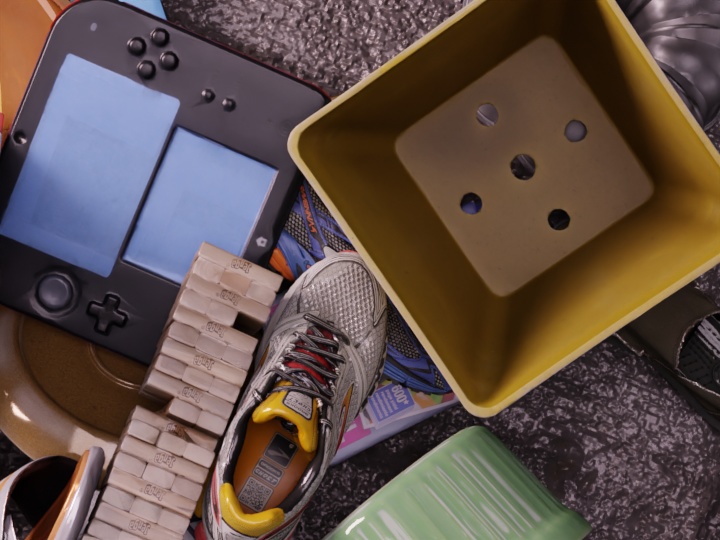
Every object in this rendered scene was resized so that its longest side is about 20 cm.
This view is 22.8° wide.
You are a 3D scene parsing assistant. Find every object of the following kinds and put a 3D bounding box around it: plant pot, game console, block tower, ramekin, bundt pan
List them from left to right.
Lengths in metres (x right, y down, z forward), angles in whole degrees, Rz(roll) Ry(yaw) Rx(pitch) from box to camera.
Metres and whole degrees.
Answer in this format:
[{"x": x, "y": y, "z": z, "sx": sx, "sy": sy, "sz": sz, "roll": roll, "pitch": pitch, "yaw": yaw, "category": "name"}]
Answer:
[{"x": -0.141, "y": 0.058, "z": 1.128, "sx": 0.199, "sy": 0.028, "sz": 0.200, "roll": 14, "pitch": 41, "yaw": -12, "category": "plant pot"}, {"x": -0.133, "y": -0.050, "z": 1.092, "sx": 0.176, "sy": 0.031, "sz": 0.201, "roll": 24, "pitch": 97, "yaw": 1, "category": "game console"}, {"x": -0.107, "y": 0.089, "z": 1.042, "sx": 0.058, "sy": 0.054, "sz": 0.201, "roll": 24, "pitch": 75, "yaw": -7, "category": "block tower"}, {"x": 0.037, "y": 0.187, "z": 1.107, "sx": 0.200, "sy": 0.200, "sz": 0.098, "roll": -39, "pitch": 79, "yaw": -8, "category": "ramekin"}, {"x": 0.098, "y": -0.059, "z": 1.093, "sx": 0.200, "sy": 0.176, "sz": 0.200, "roll": -35, "pitch": 93, "yaw": 8, "category": "plant pot"}, {"x": 0.167, "y": -0.160, "z": 1.219, "sx": 0.201, "sy": 0.076, "sz": 0.203, "roll": 1, "pitch": 82, "yaw": -4, "category": "bundt pan"}]

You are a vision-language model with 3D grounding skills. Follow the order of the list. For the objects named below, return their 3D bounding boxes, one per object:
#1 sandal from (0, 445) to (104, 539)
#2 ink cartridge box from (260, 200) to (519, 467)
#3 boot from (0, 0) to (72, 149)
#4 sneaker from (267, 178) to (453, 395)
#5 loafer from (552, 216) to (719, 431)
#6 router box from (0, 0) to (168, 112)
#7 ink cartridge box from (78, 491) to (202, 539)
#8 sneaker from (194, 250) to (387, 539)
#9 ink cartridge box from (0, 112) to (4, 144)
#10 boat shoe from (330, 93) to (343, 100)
[{"x": -0.213, "y": 0.168, "z": 1.054, "sx": 0.059, "sy": 0.207, "sz": 0.079, "roll": 28, "pitch": 43, "yaw": -12, "category": "sandal"}, {"x": 0.041, "y": 0.035, "z": 1.203, "sx": 0.199, "sy": 0.042, "sz": 0.120, "roll": -26, "pitch": 85, "yaw": -9, "category": "ink cartridge box"}, {"x": -0.210, "y": -0.103, "z": 1.141, "sx": 0.199, "sy": 0.077, "sz": 0.156, "roll": 23, "pitch": 90, "yaw": -10, "category": "boot"}, {"x": 0.000, "y": 0.000, "z": 1.134, "sx": 0.078, "sy": 0.075, "sz": 0.200, "roll": -43, "pitch": 98, "yaw": 6, "category": "sneaker"}, {"x": 0.210, "y": 0.031, "z": 1.197, "sx": 0.200, "sy": 0.070, "sz": 0.075, "roll": 38, "pitch": 76, "yaw": 0, "category": "loafer"}, {"x": -0.222, "y": -0.133, "z": 1.197, "sx": 0.199, "sy": 0.051, "sz": 0.150, "roll": -19, "pitch": 87, "yaw": -6, "category": "router box"}, {"x": -0.135, "y": 0.238, "z": 1.099, "sx": 0.200, "sy": 0.043, "sz": 0.198, "roll": 44, "pitch": 115, "yaw": 26, "category": "ink cartridge box"}, {"x": -0.032, "y": 0.078, "z": 1.050, "sx": 0.078, "sy": 0.082, "sz": 0.201, "roll": 23, "pitch": 69, "yaw": -4, "category": "sneaker"}, {"x": -0.261, "y": -0.024, "z": 1.023, "sx": 0.067, "sy": 0.200, "sz": 0.117, "roll": 25, "pitch": 107, "yaw": -18, "category": "ink cartridge box"}, {"x": -0.058, "y": -0.064, "z": 1.195, "sx": 0.199, "sy": 0.074, "sz": 0.067, "roll": -22, "pitch": 88, "yaw": 3, "category": "boat shoe"}]
